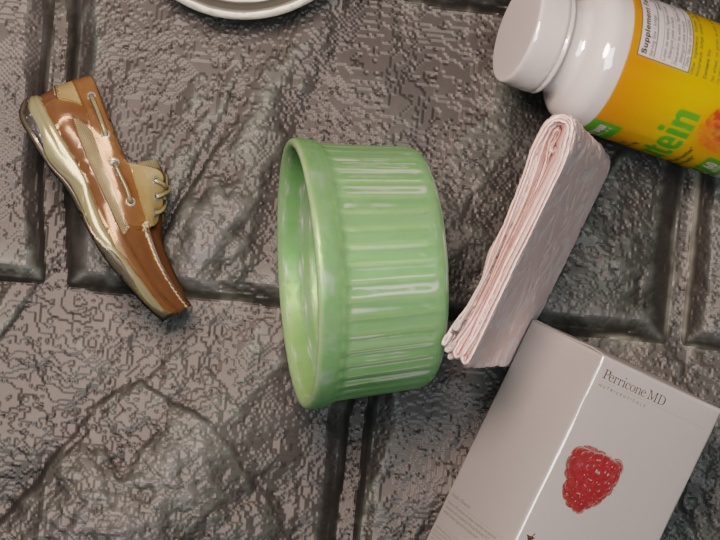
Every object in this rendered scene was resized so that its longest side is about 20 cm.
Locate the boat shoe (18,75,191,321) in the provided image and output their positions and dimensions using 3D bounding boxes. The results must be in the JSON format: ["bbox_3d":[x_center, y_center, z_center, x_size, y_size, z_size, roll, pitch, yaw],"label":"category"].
[{"bbox_3d":[-0.181,-0.058,1.459,0.074,0.076,0.200,-32,96,-5],"label":"boat shoe"}]

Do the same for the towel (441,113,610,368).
[{"bbox_3d":[0.126,-0.017,1.423,0.032,0.200,0.191,26,93,14],"label":"towel"}]

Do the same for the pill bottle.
[{"bbox_3d":[0.206,-0.150,1.442,0.200,0.111,0.111,17,92,-16],"label":"pill bottle"}]

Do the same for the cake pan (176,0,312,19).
[{"bbox_3d":[-0.090,-0.292,1.469,0.200,0.037,0.201,0,93,-4],"label":"cake pan"}]

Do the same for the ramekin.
[{"bbox_3d":[0.000,0.000,1.416,0.097,0.200,0.201,-3,94,-10],"label":"ramekin"}]

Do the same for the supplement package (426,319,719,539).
[{"bbox_3d":[0.159,0.159,1.455,0.121,0.120,0.200,24,92,-24],"label":"supplement package"}]
